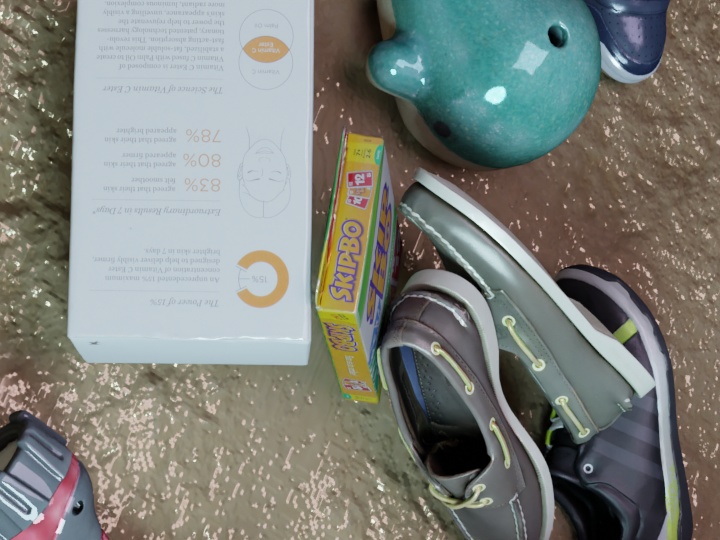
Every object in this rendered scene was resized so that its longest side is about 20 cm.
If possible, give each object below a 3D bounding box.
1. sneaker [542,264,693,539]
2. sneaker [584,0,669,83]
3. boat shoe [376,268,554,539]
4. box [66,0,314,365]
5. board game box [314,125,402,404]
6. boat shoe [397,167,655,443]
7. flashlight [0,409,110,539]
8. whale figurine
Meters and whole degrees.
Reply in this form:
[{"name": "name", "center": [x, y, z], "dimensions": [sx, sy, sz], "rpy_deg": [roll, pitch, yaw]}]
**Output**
[{"name": "sneaker", "center": [0.143, 0.098, 1.463], "dimensions": [0.082, 0.072, 0.202], "rpy_deg": [-17, 92, -35]}, {"name": "sneaker", "center": [0.179, -0.223, 1.518], "dimensions": [0.070, 0.108, 0.202], "rpy_deg": [-2, 83, -35]}, {"name": "boat shoe", "center": [0.057, 0.096, 1.375], "dimensions": [0.060, 0.071, 0.201], "rpy_deg": [-54, 137, -43]}, {"name": "box", "center": [-0.086, -0.056, 1.279], "dimensions": [0.123, 0.098, 0.202], "rpy_deg": [1, 80, -1]}, {"name": "board game box", "center": [0.000, 0.000, 1.317], "dimensions": [0.030, 0.200, 0.096], "rpy_deg": [6, 73, 9]}, {"name": "boat shoe", "center": [0.086, 0.022, 1.382], "dimensions": [0.060, 0.072, 0.202], "rpy_deg": [-45, 117, 3]}, {"name": "flashlight", "center": [-0.121, 0.156, 1.269], "dimensions": [0.200, 0.068, 0.068], "rpy_deg": [41, 59, -22]}, {"name": "whale figurine", "center": [0.066, -0.157, 1.429], "dimensions": [0.159, 0.103, 0.201], "rpy_deg": [-38, 104, -33]}]
